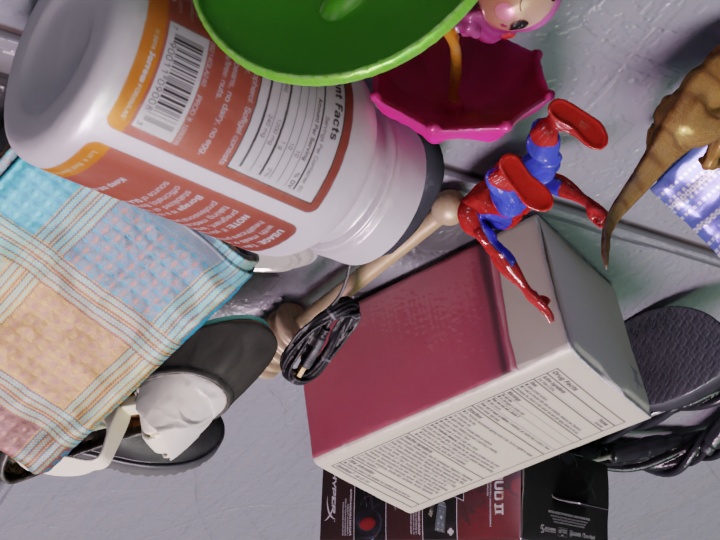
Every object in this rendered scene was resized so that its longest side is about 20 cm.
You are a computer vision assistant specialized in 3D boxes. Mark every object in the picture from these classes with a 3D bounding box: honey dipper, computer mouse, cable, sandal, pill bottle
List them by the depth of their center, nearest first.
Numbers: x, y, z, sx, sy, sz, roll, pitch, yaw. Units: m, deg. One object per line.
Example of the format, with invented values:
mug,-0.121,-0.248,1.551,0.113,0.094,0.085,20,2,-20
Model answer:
pill bottle,-0.066,-0.073,0.653,0.200,0.112,0.112,23,134,-37
computer mouse,0.000,0.000,0.793,0.059,0.034,0.200,-8,135,-39
honey dipper,-0.005,0.009,0.851,0.038,0.038,0.200,23,133,-38
sandal,0.199,0.083,0.976,0.043,0.076,0.200,23,144,-36
cable,0.269,0.124,1.063,0.200,0.051,0.163,-22,143,17

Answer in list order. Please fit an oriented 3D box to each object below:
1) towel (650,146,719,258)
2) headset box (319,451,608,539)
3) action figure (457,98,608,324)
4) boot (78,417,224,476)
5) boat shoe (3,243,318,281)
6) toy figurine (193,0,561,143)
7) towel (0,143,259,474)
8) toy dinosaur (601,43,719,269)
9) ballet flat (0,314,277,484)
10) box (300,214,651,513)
towel,0.288,-0.021,0.772,0.200,0.024,0.145,46,129,2
headset box,0.091,0.180,1.011,0.200,0.075,0.149,-8,161,33
action figure,0.107,-0.028,0.728,0.065,0.099,0.200,-46,-179,-5
boot,-0.147,0.058,0.873,0.165,0.066,0.200,4,138,-23
boat shoe,-0.117,-0.011,0.759,0.200,0.070,0.071,8,150,-22
toy figurine,0.047,-0.140,0.605,0.200,0.150,0.184,-44,152,7
towel,-0.171,0.019,0.716,0.147,0.022,0.200,37,111,-24
toy dinosaur,0.177,-0.078,0.717,0.200,0.060,0.106,-52,157,-5
ballet flat,-0.141,0.090,0.804,0.200,0.068,0.068,-19,138,13
box,0.075,0.070,0.891,0.200,0.109,0.128,-27,142,23
